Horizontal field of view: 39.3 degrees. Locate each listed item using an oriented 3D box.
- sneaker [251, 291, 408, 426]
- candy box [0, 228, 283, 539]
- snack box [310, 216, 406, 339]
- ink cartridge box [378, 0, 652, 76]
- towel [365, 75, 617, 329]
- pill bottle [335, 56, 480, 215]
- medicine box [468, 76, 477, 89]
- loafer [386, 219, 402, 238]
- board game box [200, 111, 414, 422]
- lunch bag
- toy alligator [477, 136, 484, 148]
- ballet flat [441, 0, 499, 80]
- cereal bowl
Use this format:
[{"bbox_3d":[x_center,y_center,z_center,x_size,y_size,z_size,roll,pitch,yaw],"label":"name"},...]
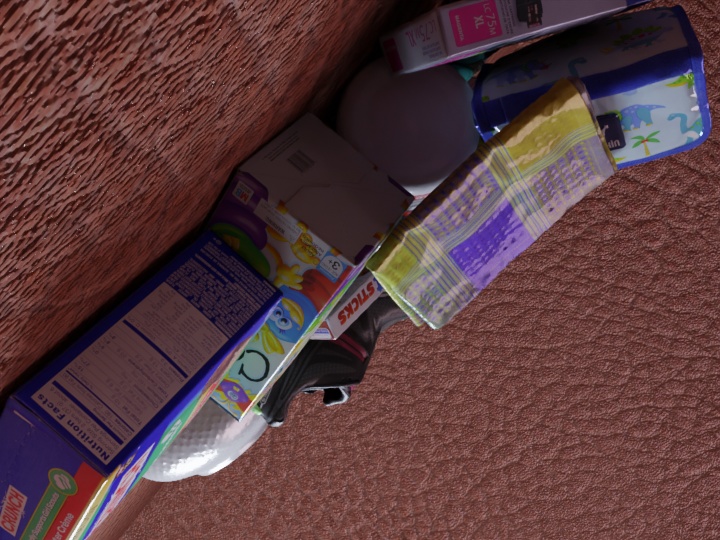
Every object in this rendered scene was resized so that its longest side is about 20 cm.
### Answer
[{"bbox_3d":[-0.024,0.075,0.920,0.200,0.084,0.077,-30,179,-24],"label":"sneaker"},{"bbox_3d":[-0.156,0.090,0.657,0.169,0.077,0.200,-52,177,41],"label":"candy box"},{"bbox_3d":[0.000,0.000,0.914,0.072,0.024,0.200,-3,-152,38],"label":"snack box"},{"bbox_3d":[0.126,-0.191,0.744,0.200,0.042,0.119,-21,-170,-15],"label":"ink cartridge box"},{"bbox_3d":[0.100,-0.043,0.736,0.200,0.023,0.144,-41,149,1],"label":"towel"},{"bbox_3d":[0.035,-0.109,0.882,0.116,0.116,0.200,-51,178,-4],"label":"pill bottle"},{"bbox_3d":[0.103,-0.113,1.086,0.182,0.200,0.103,-50,137,-24],"label":"medicine box"},{"bbox_3d":[-0.012,-0.040,0.853,0.200,0.070,0.070,7,-81,64],"label":"loafer"},{"bbox_3d":[-0.065,0.002,0.750,0.200,0.103,0.105,-52,178,41],"label":"board game box"},{"bbox_3d":[0.186,-0.140,0.810,0.170,0.128,0.200,-15,180,17],"label":"lunch bag"},{"bbox_3d":[0.118,-0.089,0.917,0.200,0.054,0.059,-76,-179,-58],"label":"toy alligator"},{"bbox_3d":[0.083,-0.207,0.900,0.072,0.072,0.200,-51,-172,-15],"label":"ballet flat"},{"bbox_3d":[-0.157,0.154,1.070,0.200,0.083,0.200,-36,-169,8],"label":"cereal bowl"}]
